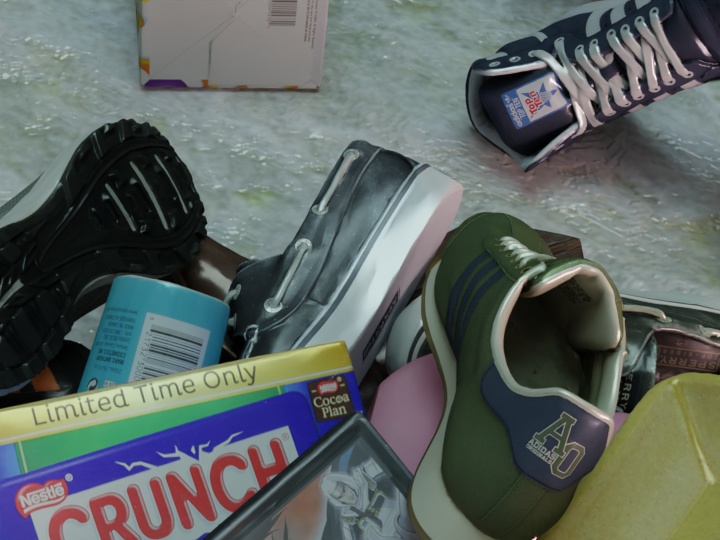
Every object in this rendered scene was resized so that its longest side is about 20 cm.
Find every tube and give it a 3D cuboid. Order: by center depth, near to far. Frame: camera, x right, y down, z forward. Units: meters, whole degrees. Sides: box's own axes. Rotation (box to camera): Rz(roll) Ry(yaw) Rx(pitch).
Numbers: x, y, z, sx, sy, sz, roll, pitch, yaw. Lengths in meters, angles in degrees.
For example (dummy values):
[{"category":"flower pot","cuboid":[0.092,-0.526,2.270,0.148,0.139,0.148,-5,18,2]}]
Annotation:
[{"category":"tube","cuboid":[-0.103,0.103,0.931,0.077,0.050,0.200,13,79,12]}]

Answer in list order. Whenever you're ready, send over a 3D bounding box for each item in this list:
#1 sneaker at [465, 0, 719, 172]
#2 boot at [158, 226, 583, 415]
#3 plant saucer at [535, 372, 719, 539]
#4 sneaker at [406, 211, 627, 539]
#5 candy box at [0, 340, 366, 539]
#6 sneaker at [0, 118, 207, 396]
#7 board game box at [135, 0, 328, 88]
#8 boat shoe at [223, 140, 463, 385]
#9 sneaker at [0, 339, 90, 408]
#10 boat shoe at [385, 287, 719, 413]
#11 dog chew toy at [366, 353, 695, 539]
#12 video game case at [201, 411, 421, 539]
[{"category":"sneaker","cuboid":[0.133,-0.108,1.174,0.108,0.200,0.070,-32,99,-30]},{"category":"boot","cuboid":[0.000,0.000,1.100,0.200,0.064,0.187,-23,64,-25]},{"category":"plant saucer","cuboid":[0.166,0.118,0.828,0.200,0.049,0.200,6,33,32]},{"category":"sneaker","cuboid":[0.070,0.025,0.871,0.067,0.090,0.200,30,34,-14]},{"category":"candy box","cuboid":[-0.065,0.141,0.864,0.169,0.077,0.200,-12,79,-19]},{"category":"sneaker","cuboid":[-0.141,-0.006,0.989,0.079,0.074,0.200,-20,13,40]},{"category":"board game box","cuboid":[-0.078,-0.205,1.282,0.103,0.105,0.200,0,43,-8]},{"category":"boat shoe","cuboid":[-0.029,0.023,0.995,0.068,0.072,0.200,27,65,12]},{"category":"sneaker","cuboid":[-0.164,0.063,1.014,0.200,0.070,0.090,15,36,2]},{"category":"boat shoe","cuboid":[0.111,0.041,1.038,0.200,0.071,0.064,1,20,-24]},{"category":"dog chew toy","cuboid":[0.093,0.109,0.961,0.200,0.125,0.125,17,43,0]},{"category":"video game case","cuboid":[-0.016,0.181,0.814,0.200,0.026,0.181,-40,91,-23]}]
